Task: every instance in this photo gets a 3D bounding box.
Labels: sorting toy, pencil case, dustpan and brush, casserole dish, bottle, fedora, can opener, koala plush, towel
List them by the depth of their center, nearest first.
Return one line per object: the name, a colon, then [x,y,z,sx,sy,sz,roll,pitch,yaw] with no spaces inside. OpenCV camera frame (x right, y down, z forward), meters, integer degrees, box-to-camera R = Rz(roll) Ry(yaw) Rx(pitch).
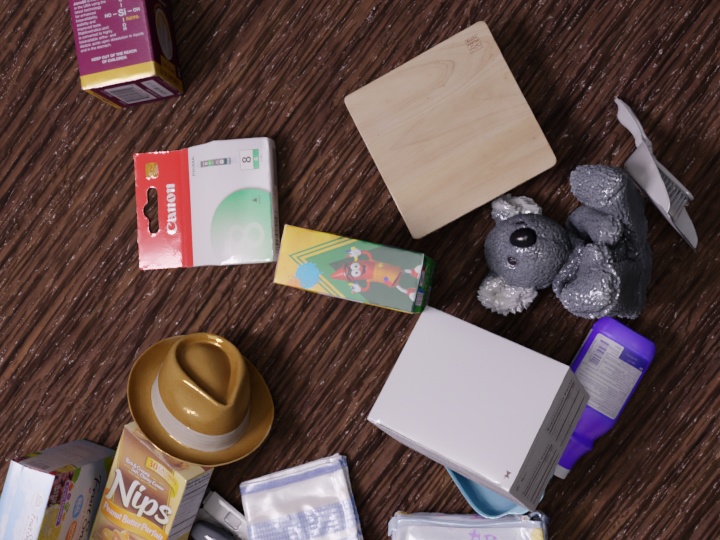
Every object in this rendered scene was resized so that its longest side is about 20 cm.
koala plush: [0.238,-0.019,1.277,0.198,0.183,0.180,-1,77,29]
dustpan and brush: [0.351,-0.128,1.280,0.057,0.139,0.201,-41,57,13]
casserole dish: [0.159,0.213,1.296,0.121,0.039,0.201,-39,56,6]
bottle: [0.281,0.158,1.296,0.083,0.065,0.201,29,93,6]
pencil case: [0.135,0.337,1.301,0.197,0.091,0.084,-4,49,10]
fedora: [-0.192,0.142,1.310,0.199,0.201,0.082,30,134,8]
sorting toy: [0.113,-0.171,1.328,0.198,0.070,0.200,-28,85,7]
towel: [-0.067,0.346,1.338,0.145,0.024,0.202,-14,74,1]
can opener: [-0.224,0.297,1.369,0.199,0.067,0.054,37,96,8]

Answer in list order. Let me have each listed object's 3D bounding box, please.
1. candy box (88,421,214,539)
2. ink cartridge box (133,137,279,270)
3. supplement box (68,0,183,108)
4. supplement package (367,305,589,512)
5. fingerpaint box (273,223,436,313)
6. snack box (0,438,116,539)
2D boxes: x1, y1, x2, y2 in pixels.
candy box: [-0.267,0.297,1.333,0.115,0.055,0.202,34,119,23]
ink cartridge box: [-0.206,-0.086,1.387,0.197,0.050,0.163,-3,88,7]
supplement box: [-0.306,-0.326,1.367,0.102,0.131,0.203,-10,88,7]
supplement package: [0.139,0.160,1.241,0.199,0.111,0.157,23,78,31]
fingerpaint box: [0.000,0.000,1.275,0.165,0.200,0.074,12,89,9]
snack box: [-0.387,0.311,1.327,0.067,0.200,0.171,16,92,9]
